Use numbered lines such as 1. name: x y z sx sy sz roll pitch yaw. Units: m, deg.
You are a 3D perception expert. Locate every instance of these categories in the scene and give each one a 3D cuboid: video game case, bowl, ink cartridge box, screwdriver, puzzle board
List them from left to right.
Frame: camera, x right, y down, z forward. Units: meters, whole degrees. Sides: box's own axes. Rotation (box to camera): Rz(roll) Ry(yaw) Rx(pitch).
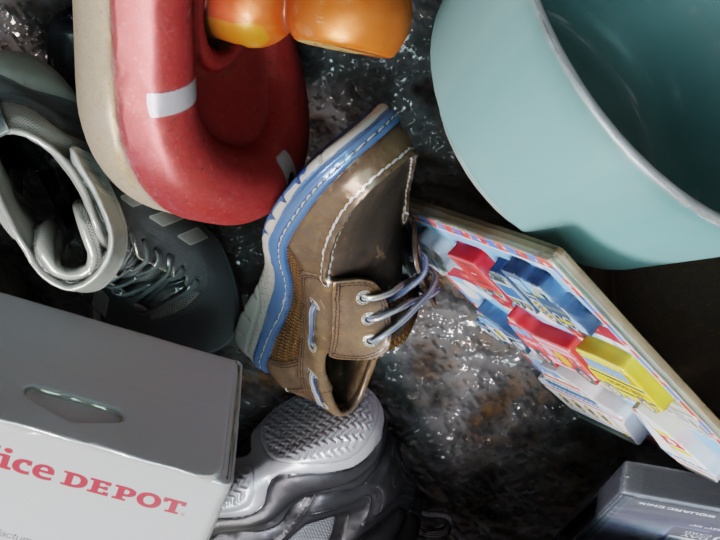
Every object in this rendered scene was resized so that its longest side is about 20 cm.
1. ink cartridge box: -0.151 0.117 0.987 0.144 0.084 0.201 16 127 -10
2. screwdriver: -0.127 -0.031 1.034 0.029 0.028 0.201 16 127 28
3. puzzle board: 0.089 0.031 0.966 0.017 0.200 0.151 -47 111 -7
4. bowl: 0.107 -0.081 0.908 0.200 0.201 0.105 38 136 -17
5. video game case: 0.172 0.134 1.043 0.142 0.019 0.200 11 160 -3

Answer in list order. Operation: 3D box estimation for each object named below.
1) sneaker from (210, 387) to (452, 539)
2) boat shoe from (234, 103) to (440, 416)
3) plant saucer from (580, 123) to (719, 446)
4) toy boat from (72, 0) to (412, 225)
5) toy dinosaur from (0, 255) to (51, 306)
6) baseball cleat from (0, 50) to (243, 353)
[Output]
1. sneaker: -0.051 0.143 1.101 0.199 0.076 0.114 -29 115 19
2. boat shoe: 0.000 0.000 0.976 0.072 0.072 0.200 44 153 12
3. plant saucer: 0.201 0.008 1.029 0.199 0.035 0.201 2 120 3
4. toy boat: -0.041 -0.112 0.907 0.130 0.131 0.201 13 124 19
5. toy dinosaur: -0.174 0.028 1.037 0.077 0.103 0.200 -34 121 26
6. baseball cleat: -0.115 -0.007 0.976 0.070 0.107 0.200 -33 128 12
